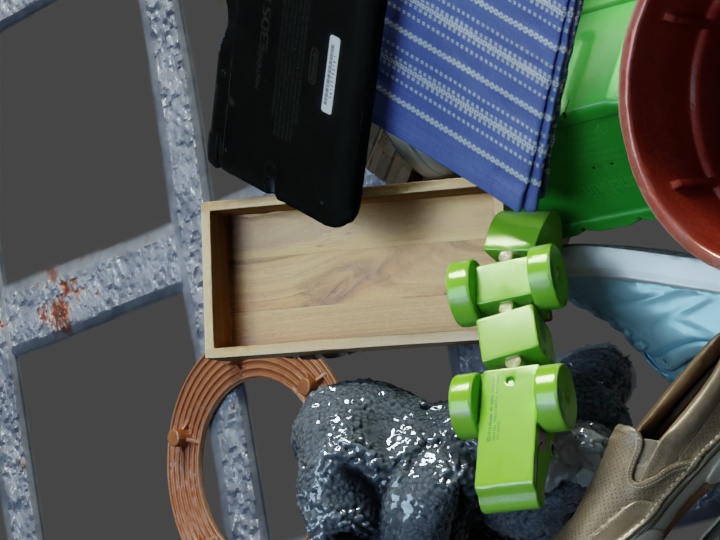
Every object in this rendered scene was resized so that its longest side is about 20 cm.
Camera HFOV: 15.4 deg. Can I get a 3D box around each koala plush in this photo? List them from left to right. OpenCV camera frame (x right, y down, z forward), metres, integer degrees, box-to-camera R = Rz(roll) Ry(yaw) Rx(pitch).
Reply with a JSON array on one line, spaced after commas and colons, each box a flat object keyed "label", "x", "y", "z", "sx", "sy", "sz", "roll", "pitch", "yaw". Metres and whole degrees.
[{"label": "koala plush", "x": 0.078, "y": 0.121, "z": 1.613, "sx": 0.199, "sy": 0.177, "sz": 0.184, "roll": -28, "pitch": 99, "yaw": 22}]

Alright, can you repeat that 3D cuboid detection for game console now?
[{"label": "game console", "x": -0.026, "y": -0.157, "z": 1.625, "sx": 0.175, "sy": 0.116, "sz": 0.201, "roll": 28, "pitch": 125, "yaw": 34}]

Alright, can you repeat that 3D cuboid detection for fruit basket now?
[{"label": "fruit basket", "x": 0.176, "y": -0.135, "z": 1.579, "sx": 0.215, "sy": 0.156, "sz": 0.216, "roll": -31, "pitch": 27, "yaw": 18}]

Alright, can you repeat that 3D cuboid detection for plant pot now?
[{"label": "plant pot", "x": 0.275, "y": -0.095, "z": 1.414, "sx": 0.200, "sy": 0.195, "sz": 0.202, "roll": 0, "pitch": 90, "yaw": 45}]

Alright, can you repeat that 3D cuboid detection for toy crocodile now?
[{"label": "toy crocodile", "x": 0.090, "y": 0.049, "z": 1.526, "sx": 0.067, "sy": 0.062, "sz": 0.201, "roll": -12, "pitch": 56, "yaw": 20}]

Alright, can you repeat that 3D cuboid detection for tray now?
[{"label": "tray", "x": 0.000, "y": 0.000, "z": 1.644, "sx": 0.199, "sy": 0.037, "sz": 0.099, "roll": -5, "pitch": 83, "yaw": 21}]

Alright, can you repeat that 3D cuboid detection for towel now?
[{"label": "towel", "x": 0.066, "y": -0.145, "z": 1.515, "sx": 0.144, "sy": 0.024, "sz": 0.201, "roll": 33, "pitch": 128, "yaw": 31}]

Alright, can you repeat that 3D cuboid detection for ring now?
[{"label": "ring", "x": -0.074, "y": 0.141, "z": 1.879, "sx": 0.200, "sy": 0.019, "sz": 0.202, "roll": -2, "pitch": 88, "yaw": 45}]

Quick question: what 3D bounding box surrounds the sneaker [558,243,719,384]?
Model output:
[{"label": "sneaker", "x": 0.177, "y": 0.029, "z": 1.586, "sx": 0.199, "sy": 0.074, "sz": 0.083, "roll": 9, "pitch": 93, "yaw": 39}]

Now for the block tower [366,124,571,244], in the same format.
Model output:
[{"label": "block tower", "x": 0.060, "y": -0.065, "z": 1.724, "sx": 0.200, "sy": 0.054, "sz": 0.058, "roll": 41, "pitch": 116, "yaw": 38}]

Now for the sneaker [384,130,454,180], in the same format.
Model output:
[{"label": "sneaker", "x": 0.075, "y": -0.161, "z": 1.661, "sx": 0.130, "sy": 0.079, "sz": 0.201, "roll": -28, "pitch": 47, "yaw": 37}]

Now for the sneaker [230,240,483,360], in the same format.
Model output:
[{"label": "sneaker", "x": 0.010, "y": 0.024, "z": 1.720, "sx": 0.199, "sy": 0.115, "sz": 0.076, "roll": 4, "pitch": 88, "yaw": 21}]

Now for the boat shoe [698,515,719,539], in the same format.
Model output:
[{"label": "boat shoe", "x": 0.230, "y": 0.159, "z": 1.474, "sx": 0.202, "sy": 0.074, "sz": 0.063, "roll": -56, "pitch": 8, "yaw": -22}]

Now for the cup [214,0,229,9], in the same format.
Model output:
[{"label": "cup", "x": -0.081, "y": -0.265, "z": 1.770, "sx": 0.200, "sy": 0.142, "sz": 0.202, "roll": -21, "pitch": 65, "yaw": 55}]

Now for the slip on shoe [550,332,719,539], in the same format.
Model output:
[{"label": "slip on shoe", "x": 0.158, "y": 0.114, "z": 1.499, "sx": 0.061, "sy": 0.200, "sz": 0.076, "roll": 54, "pitch": 171, "yaw": -13}]
